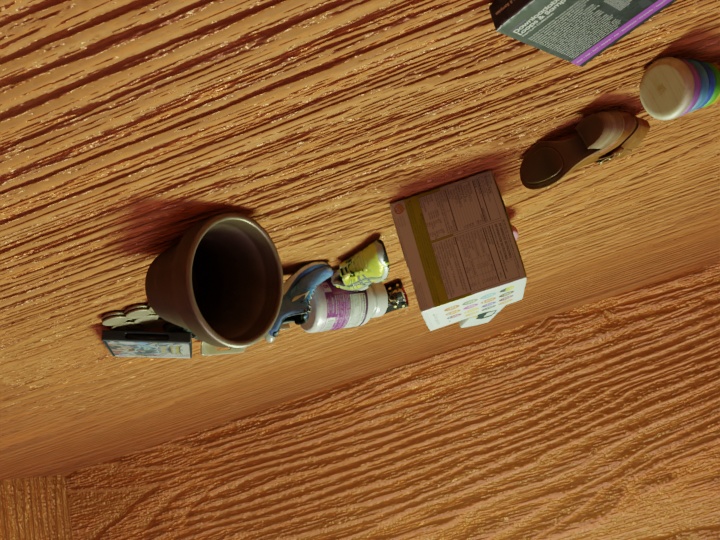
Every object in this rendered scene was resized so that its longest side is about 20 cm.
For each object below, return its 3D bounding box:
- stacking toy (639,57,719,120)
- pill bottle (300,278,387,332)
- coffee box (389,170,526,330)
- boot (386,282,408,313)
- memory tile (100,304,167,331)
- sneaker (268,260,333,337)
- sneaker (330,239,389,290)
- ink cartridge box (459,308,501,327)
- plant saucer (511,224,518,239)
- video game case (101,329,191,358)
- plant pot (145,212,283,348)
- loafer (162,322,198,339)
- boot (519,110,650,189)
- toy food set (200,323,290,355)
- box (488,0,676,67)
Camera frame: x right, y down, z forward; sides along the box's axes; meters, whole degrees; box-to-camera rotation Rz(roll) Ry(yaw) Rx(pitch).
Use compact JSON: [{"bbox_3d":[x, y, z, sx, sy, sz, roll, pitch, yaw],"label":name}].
[{"bbox_3d":[0.506,-0.278,1.095,0.196,0.087,0.085,-15,167,-32],"label":"stacking toy"},{"bbox_3d":[-0.039,0.071,1.642,0.196,0.115,0.112,-6,162,-34],"label":"pill bottle"},{"bbox_3d":[0.181,-0.030,1.351,0.193,0.205,0.200,-18,165,6],"label":"coffee box"},{"bbox_3d":[0.038,0.078,1.816,0.147,0.075,0.200,-17,168,8],"label":"boot"},{"bbox_3d":[-0.411,0.086,1.491,0.194,0.017,0.154,-16,164,0],"label":"memory tile"},{"bbox_3d":[-0.125,0.061,1.482,0.199,0.089,0.079,-41,172,-24],"label":"sneaker"},{"bbox_3d":[0.000,0.000,1.509,0.074,0.077,0.200,-9,161,-25],"label":"sneaker"},{"bbox_3d":[0.283,0.039,1.799,0.080,0.150,0.201,-11,164,-8],"label":"ink cartridge box"},{"bbox_3d":[0.238,-0.064,1.580,0.195,0.052,0.201,-16,165,-4],"label":"plant saucer"},{"bbox_3d":[-0.452,0.160,1.582,0.175,0.026,0.200,3,164,-12],"label":"video game case"},{"bbox_3d":[-0.245,0.020,1.164,0.171,0.207,0.197,-5,175,40],"label":"plant pot"},{"bbox_3d":[-0.331,0.124,1.613,0.195,0.065,0.072,-9,163,-27],"label":"loafer"},{"bbox_3d":[0.375,-0.201,1.237,0.152,0.078,0.200,-9,156,-40],"label":"boot"},{"bbox_3d":[-0.285,0.167,1.814,0.198,0.062,0.141,-30,160,38],"label":"toy food set"},{"bbox_3d":[0.253,-0.299,0.818,0.197,0.037,0.142,-2,158,-46],"label":"box"}]
